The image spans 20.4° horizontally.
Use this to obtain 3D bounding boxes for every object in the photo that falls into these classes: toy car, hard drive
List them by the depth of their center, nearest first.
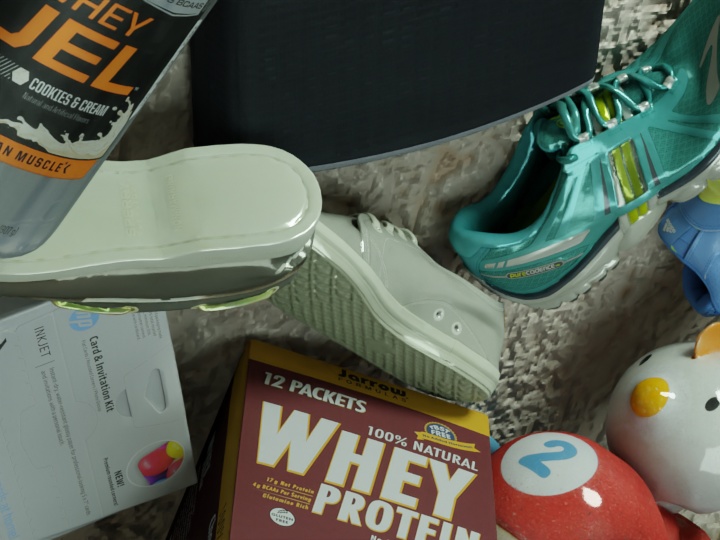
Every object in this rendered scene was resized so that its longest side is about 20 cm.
[{"bbox_3d":[0.022,-0.111,0.888,0.199,0.042,0.135,-16,135,-20],"label":"hard drive"},{"bbox_3d":[0.157,0.100,1.090,0.177,0.184,0.200,33,89,-46],"label":"toy car"}]

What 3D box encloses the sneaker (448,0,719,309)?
[{"bbox_3d":[0.124,-0.063,0.980,0.080,0.078,0.200,30,109,-36],"label":"sneaker"}]

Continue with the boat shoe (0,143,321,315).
[{"bbox_3d":[-0.119,-0.014,0.852,0.201,0.072,0.060,-1,147,-10],"label":"boat shoe"}]

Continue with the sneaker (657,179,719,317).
[{"bbox_3d":[0.236,-0.013,1.108,0.105,0.076,0.200,-40,132,24],"label":"sneaker"}]

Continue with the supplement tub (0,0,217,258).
[{"bbox_3d":[-0.116,-0.114,0.736,0.122,0.123,0.200,19,115,-42],"label":"supplement tub"}]

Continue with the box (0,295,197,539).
[{"bbox_3d":[-0.181,0.074,0.928,0.199,0.041,0.156,-21,137,-15],"label":"box"}]

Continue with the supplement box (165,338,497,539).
[{"bbox_3d":[-0.030,0.181,0.980,0.132,0.198,0.201,18,120,-10],"label":"supplement box"}]

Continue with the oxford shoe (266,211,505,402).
[{"bbox_3d":[0.000,0.000,0.970,0.200,0.075,0.058,34,66,-37],"label":"oxford shoe"}]
